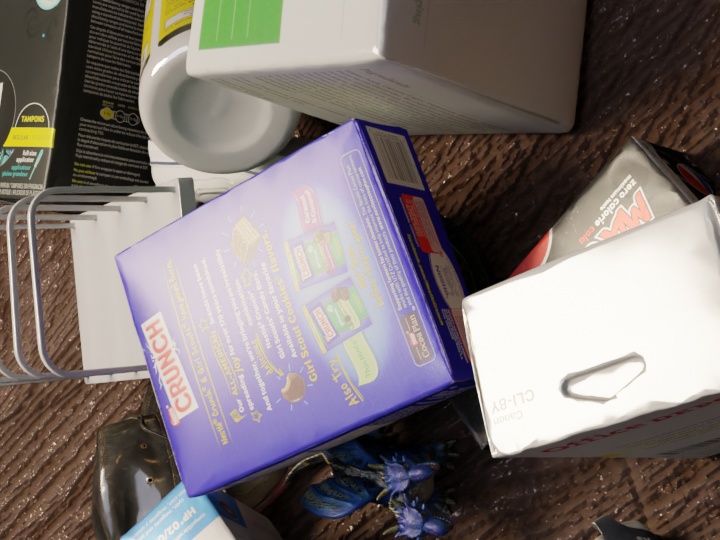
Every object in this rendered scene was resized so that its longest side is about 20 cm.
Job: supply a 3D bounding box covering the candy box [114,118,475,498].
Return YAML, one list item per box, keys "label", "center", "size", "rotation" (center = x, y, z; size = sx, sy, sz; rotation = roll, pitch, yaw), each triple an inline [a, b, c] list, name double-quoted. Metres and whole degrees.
- label: "candy box"
  center: [-0.039, 0.027, 0.789]
  size: [0.200, 0.077, 0.169]
  rotation: [-26, 76, 25]

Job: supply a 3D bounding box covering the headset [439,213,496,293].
- label: "headset"
  center: [0.000, 0.000, 0.866]
  size: [0.200, 0.094, 0.124]
  rotation: [31, 104, 10]

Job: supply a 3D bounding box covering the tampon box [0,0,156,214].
- label: "tampon box"
  center: [-0.250, -0.152, 1.094]
  size: [0.150, 0.126, 0.201]
  rotation: [4, 88, 42]

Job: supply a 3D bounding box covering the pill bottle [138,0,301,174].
- label: "pill bottle"
  center: [-0.102, -0.169, 0.934]
  size: [0.112, 0.112, 0.200]
  rotation: [-48, 29, 28]

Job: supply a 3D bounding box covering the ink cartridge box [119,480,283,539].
- label: "ink cartridge box"
  center: [-0.056, 0.234, 0.801]
  size: [0.068, 0.115, 0.200]
  rotation: [-42, 55, 0]

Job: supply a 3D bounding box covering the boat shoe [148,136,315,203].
- label: "boat shoe"
  center: [-0.087, -0.069, 0.981]
  size: [0.200, 0.073, 0.066]
  rotation: [11, 108, 46]

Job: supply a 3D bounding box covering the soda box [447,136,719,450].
- label: "soda box"
  center: [0.132, 0.019, 0.761]
  size: [0.200, 0.063, 0.071]
  rotation: [-52, 54, 25]

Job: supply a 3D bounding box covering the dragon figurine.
- label: "dragon figurine"
  center: [-0.003, 0.134, 0.847]
  size: [0.200, 0.099, 0.059]
  rotation: [6, 89, 43]

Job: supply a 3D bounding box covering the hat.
- label: "hat"
  center: [-0.164, 0.170, 0.969]
  size: [0.201, 0.081, 0.201]
  rotation: [21, 113, 61]

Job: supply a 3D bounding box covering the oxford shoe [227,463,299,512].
- label: "oxford shoe"
  center: [-0.078, 0.109, 0.935]
  size: [0.070, 0.075, 0.200]
  rotation: [45, 118, 34]

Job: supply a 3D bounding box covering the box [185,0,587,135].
- label: "box"
  center: [0.025, -0.198, 0.794]
  size: [0.171, 0.200, 0.200]
  rotation: [5, 87, 41]

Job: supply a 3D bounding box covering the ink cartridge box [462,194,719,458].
- label: "ink cartridge box"
  center: [0.169, 0.037, 0.629]
  size: [0.145, 0.200, 0.084]
  rotation: [-25, 68, 38]

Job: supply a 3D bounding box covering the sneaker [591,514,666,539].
- label: "sneaker"
  center: [0.178, 0.183, 0.685]
  size: [0.199, 0.079, 0.130]
  rotation: [-41, 67, 44]

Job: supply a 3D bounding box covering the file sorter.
- label: "file sorter"
  center: [-0.216, 0.016, 0.946]
  size: [0.200, 0.124, 0.139]
  rotation: [-11, 83, 55]
